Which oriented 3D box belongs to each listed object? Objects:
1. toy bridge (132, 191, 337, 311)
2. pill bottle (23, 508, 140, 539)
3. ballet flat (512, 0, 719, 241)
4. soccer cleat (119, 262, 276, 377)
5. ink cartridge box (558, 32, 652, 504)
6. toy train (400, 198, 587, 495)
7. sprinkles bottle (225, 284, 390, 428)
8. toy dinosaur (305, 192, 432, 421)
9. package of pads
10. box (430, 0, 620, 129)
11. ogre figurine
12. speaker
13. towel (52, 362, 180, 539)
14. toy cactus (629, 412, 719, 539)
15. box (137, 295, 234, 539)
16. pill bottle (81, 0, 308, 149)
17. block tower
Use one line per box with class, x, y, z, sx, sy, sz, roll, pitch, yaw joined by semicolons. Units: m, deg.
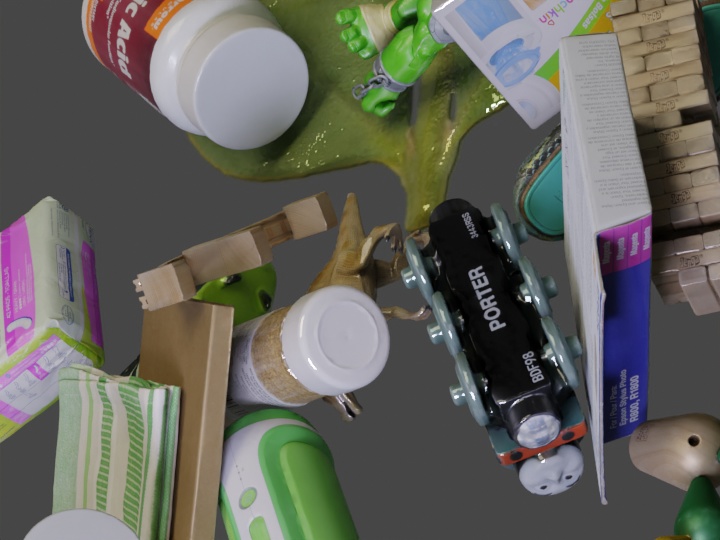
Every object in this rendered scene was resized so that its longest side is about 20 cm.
toy bridge;-0.091;-0.010;1.787;0.067;0.027;0.200;-17;6;34
pill bottle;-0.183;0.230;1.671;0.200;0.110;0.112;108;172;-57
ballet flat;0.170;-0.102;1.700;0.200;0.074;0.074;-42;38;1
soccer cleat;-0.134;0.067;1.889;0.201;0.067;0.081;-55;28;-1
ink cartridge box;0.147;-0.001;1.551;0.043;0.197;0.201;-6;50;0
toy train;0.089;0.046;1.630;0.085;0.114;0.201;-23;45;2
sprinkles bottle;-0.056;0.061;1.760;0.200;0.068;0.069;-22;44;59
toy dinosaur;0.000;0.000;1.804;0.101;0.058;0.201;-25;45;33
package of pads;-0.287;0.059;2.051;0.200;0.068;0.155;-36;39;22
box;0.157;-0.206;1.736;0.200;0.113;0.102;-37;19;21
ogre figurine;0.055;-0.219;1.895;0.200;0.098;0.120;-56;17;-28
speaker;-0.039;0.179;1.680;0.088;0.088;0.200;-41;39;15
towel;-0.171;0.144;1.801;0.200;0.023;0.154;3;89;64
toy cactus;0.206;0.105;1.490;0.165;0.102;0.201;1;70;58
box;-0.123;0.118;1.763;0.163;0.021;0.202;-173;89;-70
pill bottle;-0.126;-0.170;2.021;0.114;0.114;0.200;-52;37;1
block tower;0.192;-0.076;1.607;0.054;0.058;0.201;-12;66;12
